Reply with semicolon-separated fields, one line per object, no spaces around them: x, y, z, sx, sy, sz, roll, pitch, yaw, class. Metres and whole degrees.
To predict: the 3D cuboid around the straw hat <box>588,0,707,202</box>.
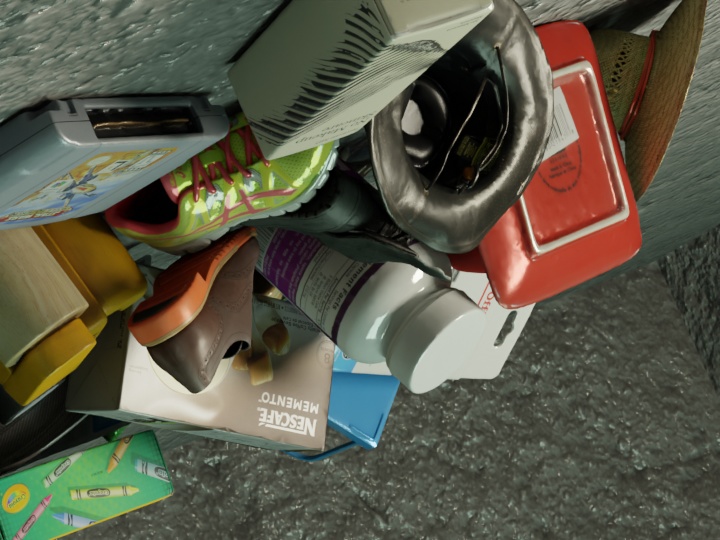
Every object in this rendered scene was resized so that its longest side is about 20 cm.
0.214;-0.158;1.800;0.084;0.203;0.201;18;168;-3;straw hat

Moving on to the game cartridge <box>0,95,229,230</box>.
-0.186;-0.069;1.399;0.133;0.042;0.200;-33;170;27;game cartridge

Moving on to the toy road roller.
-0.222;0.008;1.529;0.146;0.123;0.200;-37;178;-22;toy road roller

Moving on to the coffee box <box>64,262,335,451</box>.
-0.121;0.071;1.691;0.199;0.115;0.079;16;166;-38;coffee box

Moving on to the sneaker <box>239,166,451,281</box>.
-0.022;-0.041;1.599;0.104;0.060;0.199;28;170;-37;sneaker

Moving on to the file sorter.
-0.039;0.050;1.952;0.122;0.138;0.201;-25;-142;54;file sorter

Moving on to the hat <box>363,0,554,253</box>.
0.048;-0.114;1.517;0.081;0.202;0.200;20;-154;40;hat

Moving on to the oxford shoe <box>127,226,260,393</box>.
-0.110;0.027;1.585;0.071;0.073;0.200;-26;-166;25;oxford shoe

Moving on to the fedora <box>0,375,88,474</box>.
-0.295;0.075;1.709;0.199;0.178;0.090;-28;128;11;fedora

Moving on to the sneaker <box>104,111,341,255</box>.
-0.099;-0.069;1.527;0.199;0.079;0.090;-34;158;28;sneaker

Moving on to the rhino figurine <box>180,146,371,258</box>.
-0.067;-0.052;1.799;0.199;0.060;0.087;-24;176;-11;rhino figurine

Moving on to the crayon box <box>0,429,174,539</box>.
-0.257;0.186;1.713;0.118;0.059;0.199;-21;176;35;crayon box

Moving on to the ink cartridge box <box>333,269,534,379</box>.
0.049;0.026;1.860;0.199;0.068;0.117;6;122;-37;ink cartridge box

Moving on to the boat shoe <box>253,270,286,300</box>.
-0.101;0.015;1.870;0.073;0.063;0.200;-18;-163;-6;boat shoe

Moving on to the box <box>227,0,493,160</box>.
-0.004;-0.141;1.331;0.082;0.069;0.200;-20;171;-28;box

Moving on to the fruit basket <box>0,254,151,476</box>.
-0.263;0.083;1.817;0.198;0.186;0.094;-18;132;15;fruit basket

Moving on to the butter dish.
0.105;-0.079;1.716;0.147;0.201;0.199;-8;-170;45;butter dish

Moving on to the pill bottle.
0.000;0.000;1.677;0.112;0.200;0.113;-39;156;-21;pill bottle
